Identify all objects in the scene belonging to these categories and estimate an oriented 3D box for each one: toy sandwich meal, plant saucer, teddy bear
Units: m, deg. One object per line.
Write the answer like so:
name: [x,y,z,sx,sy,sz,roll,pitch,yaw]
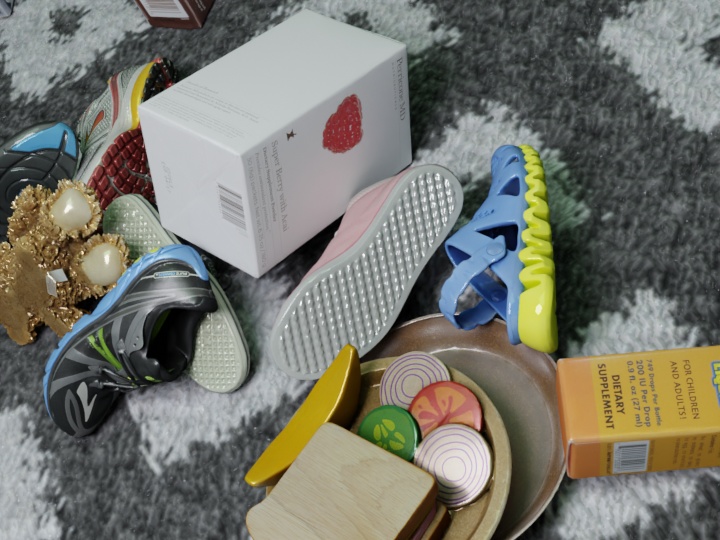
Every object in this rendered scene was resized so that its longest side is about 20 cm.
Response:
toy sandwich meal: [0.007,0.141,0.825,0.203,0.070,0.207,-11,56,16]
plant saucer: [0.061,0.126,0.876,0.198,0.032,0.202,-10,57,15]
teddy bear: [-0.259,-0.006,1.032,0.145,0.200,0.067,42,46,6]

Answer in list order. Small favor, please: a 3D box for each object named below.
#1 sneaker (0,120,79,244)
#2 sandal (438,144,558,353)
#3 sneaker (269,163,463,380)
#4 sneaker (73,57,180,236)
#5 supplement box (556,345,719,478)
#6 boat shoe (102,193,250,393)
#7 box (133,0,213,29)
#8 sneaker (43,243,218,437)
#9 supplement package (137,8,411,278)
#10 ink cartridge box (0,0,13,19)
sneaker: [-0.331,-0.083,1.107,0.200,0.073,0.082,-39,36,30]
sandal: [0.104,-0.023,0.905,0.086,0.080,0.201,-4,42,11]
sneaker: [0.000,0.000,0.948,0.201,0.075,0.105,-51,12,-4]
sneaker: [-0.233,-0.112,1.129,0.081,0.078,0.201,-4,51,29]
supplement box: [0.233,0.090,0.789,0.198,0.069,0.067,-5,57,5]
boat shoe: [-0.147,0.016,1.008,0.075,0.062,0.201,-45,66,20]
box: [-0.180,-0.364,1.241,0.074,0.100,0.201,8,62,26]
sneaker: [-0.187,0.068,0.955,0.200,0.071,0.083,-47,62,21]
supplement package: [-0.063,-0.111,0.980,0.119,0.122,0.200,26,48,32]
ink cartridge box: [-0.440,-0.420,1.321,0.043,0.200,0.200,-9,57,14]
